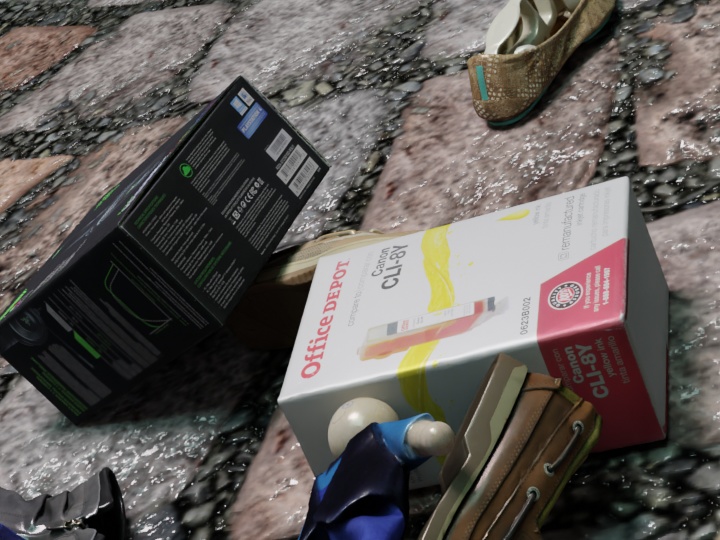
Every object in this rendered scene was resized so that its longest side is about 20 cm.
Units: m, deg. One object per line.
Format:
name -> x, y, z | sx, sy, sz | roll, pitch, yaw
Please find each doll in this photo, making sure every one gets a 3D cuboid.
doll -> -0.002, 0.120, 0.750 | 0.137, 0.048, 0.200 | -53, 9, 23

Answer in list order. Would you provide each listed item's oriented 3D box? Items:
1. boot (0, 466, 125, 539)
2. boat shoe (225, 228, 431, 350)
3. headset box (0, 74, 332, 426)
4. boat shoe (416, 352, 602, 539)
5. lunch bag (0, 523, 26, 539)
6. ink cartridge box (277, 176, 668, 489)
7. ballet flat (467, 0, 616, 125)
boot -> -0.204, 0.148, 0.964 | 0.131, 0.070, 0.201 | -21, 40, 3
boat shoe -> 0.000, 0.000, 1.024 | 0.198, 0.072, 0.065 | -9, 33, 31
headset box -> -0.140, -0.009, 1.073 | 0.200, 0.093, 0.175 | -33, 17, 44
boat shoe -> 0.059, 0.135, 0.748 | 0.201, 0.068, 0.072 | -63, -2, -23
lunch bag -> -0.271, 0.213, 0.800 | 0.198, 0.124, 0.171 | -9, 55, 20
ink cartridge box -> 0.066, 0.040, 0.891 | 0.198, 0.084, 0.146 | -15, 30, 20
ballet flat -> 0.142, -0.191, 1.232 | 0.070, 0.066, 0.200 | -3, 36, 36
